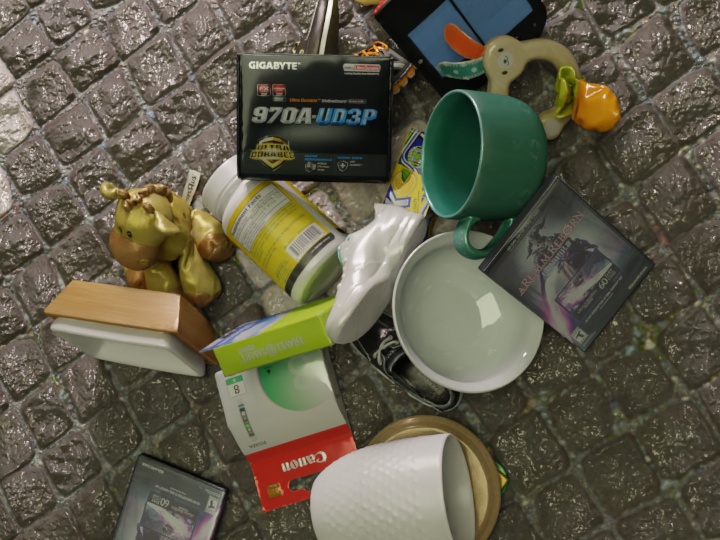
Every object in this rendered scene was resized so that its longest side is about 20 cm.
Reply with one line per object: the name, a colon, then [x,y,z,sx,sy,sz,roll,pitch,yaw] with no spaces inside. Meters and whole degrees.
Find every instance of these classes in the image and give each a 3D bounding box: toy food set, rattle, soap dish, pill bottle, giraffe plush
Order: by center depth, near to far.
rattle: [0.199,-0.229,1.210,0.199,0.143,0.130,30,118,-23]
toy food set: [0.086,0.288,1.274,0.198,0.049,0.201,38,95,13]
pill bottle: [-0.113,-0.060,1.328,0.200,0.114,0.114,43,97,15]
giraffe plush: [-0.276,-0.051,1.347,0.171,0.162,0.202,0,86,16]
soap dish: [-0.307,0.078,1.356,0.198,0.158,0.082,7,70,16]

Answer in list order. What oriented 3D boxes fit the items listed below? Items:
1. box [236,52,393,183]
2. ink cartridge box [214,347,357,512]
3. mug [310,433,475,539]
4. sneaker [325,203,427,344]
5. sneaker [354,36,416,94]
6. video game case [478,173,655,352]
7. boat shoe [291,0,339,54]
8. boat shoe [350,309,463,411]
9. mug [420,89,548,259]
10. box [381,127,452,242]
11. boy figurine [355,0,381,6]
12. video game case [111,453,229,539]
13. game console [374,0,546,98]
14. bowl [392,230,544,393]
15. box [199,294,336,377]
box: [-0.057,-0.194,1.259,0.198,0.046,0.161,2,103,0]
ink cartridge box: [-0.097,0.211,1.336,0.160,0.050,0.202,-19,78,13]
mug: [0.043,0.304,1.196,0.174,0.148,0.201,-11,114,18]
sneaker: [0.000,0.000,1.223,0.088,0.075,0.201,25,63,21]
sneaker: [0.006,-0.259,1.309,0.200,0.077,0.078,-49,30,-6]
video game case: [0.254,-0.005,1.202,0.199,0.019,0.143,35,96,-29]
boat shoe: [-0.070,-0.281,1.357,0.060,0.072,0.203,9,90,12]
boat shoe: [0.047,0.112,1.291,0.200,0.068,0.072,43,97,16]
mug: [0.154,-0.122,1.205,0.113,0.152,0.187,2,117,-24]
box: [0.065,-0.079,1.302,0.064,0.070,0.202,20,91,17]
boy figurine: [0.076,-0.394,1.310,0.199,0.124,0.065,-4,73,43]
video game case: [-0.277,0.377,1.379,0.142,0.019,0.202,18,89,16]
game console: [0.133,-0.322,1.250,0.177,0.200,0.031,-43,42,7]
bowl: [0.124,0.056,1.246,0.199,0.090,0.203,2,80,-14]
box: [-0.097,0.082,1.286,0.199,0.122,0.048,-18,97,30]
